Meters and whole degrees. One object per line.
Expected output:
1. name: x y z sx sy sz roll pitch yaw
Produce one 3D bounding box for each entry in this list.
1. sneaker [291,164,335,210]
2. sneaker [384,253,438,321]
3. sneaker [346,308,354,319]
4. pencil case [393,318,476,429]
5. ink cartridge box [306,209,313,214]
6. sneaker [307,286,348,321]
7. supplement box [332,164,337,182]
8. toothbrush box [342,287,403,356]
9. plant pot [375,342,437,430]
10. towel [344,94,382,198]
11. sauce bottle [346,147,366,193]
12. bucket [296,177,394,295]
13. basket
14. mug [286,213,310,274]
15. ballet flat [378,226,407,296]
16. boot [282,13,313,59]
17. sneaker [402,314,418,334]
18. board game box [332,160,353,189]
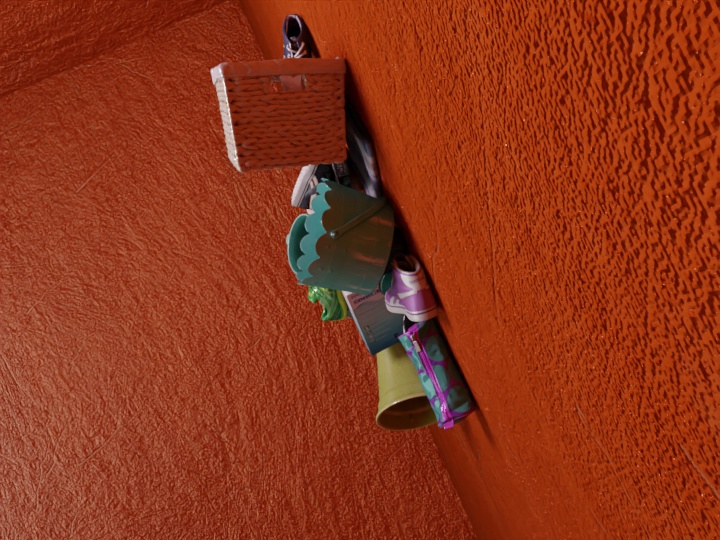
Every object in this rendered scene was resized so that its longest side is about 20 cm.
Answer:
1. sneaker: -0.086 -0.204 1.126 0.200 0.078 0.079 124 155 -53
2. sneaker: 0.084 0.020 0.984 0.200 0.072 0.116 -171 60 -74
3. sneaker: 0.014 0.019 1.342 0.073 0.202 0.116 25 -168 -13
4. pencil case: 0.145 0.194 1.017 0.092 0.085 0.202 -1 -117 -62
5. ink cartridge box: -0.081 -0.188 1.486 0.201 0.144 0.084 -117 5 -48
6. sneaker: -0.088 0.037 1.241 0.074 0.083 0.202 -127 18 -67
7. supplement box: -0.040 -0.178 1.260 0.126 0.073 0.202 -78 -32 -68
8. toothbrush box: 0.047 0.073 1.202 0.085 0.145 0.201 56 172 51
9. plant pot: 0.119 0.263 1.295 0.201 0.198 0.186 70 -173 -53
10. towel: -0.001 -0.221 0.988 0.201 0.024 0.148 72 173 -61
11. sauce bottle: -0.009 -0.168 1.162 0.066 0.065 0.202 -124 13 -73
12. bucket: -0.030 -0.057 0.968 0.207 0.133 0.210 -167 90 -75
13. basket: -0.137 -0.263 0.886 0.200 0.196 0.163 -136 40 -64
14. mug: -0.106 -0.071 1.346 0.153 0.113 0.186 -60 40 33
15. ballet flat: 0.065 -0.021 1.055 0.201 0.067 0.069 91 167 -58
16. boot: -0.127 -0.408 1.051 0.091 0.072 0.202 79 180 -63
17. sneaker: 0.135 0.165 1.145 0.203 0.067 0.108 64 175 -7
18. board game box: -0.048 -0.258 1.048 0.135 0.028 0.203 73 -174 -80
